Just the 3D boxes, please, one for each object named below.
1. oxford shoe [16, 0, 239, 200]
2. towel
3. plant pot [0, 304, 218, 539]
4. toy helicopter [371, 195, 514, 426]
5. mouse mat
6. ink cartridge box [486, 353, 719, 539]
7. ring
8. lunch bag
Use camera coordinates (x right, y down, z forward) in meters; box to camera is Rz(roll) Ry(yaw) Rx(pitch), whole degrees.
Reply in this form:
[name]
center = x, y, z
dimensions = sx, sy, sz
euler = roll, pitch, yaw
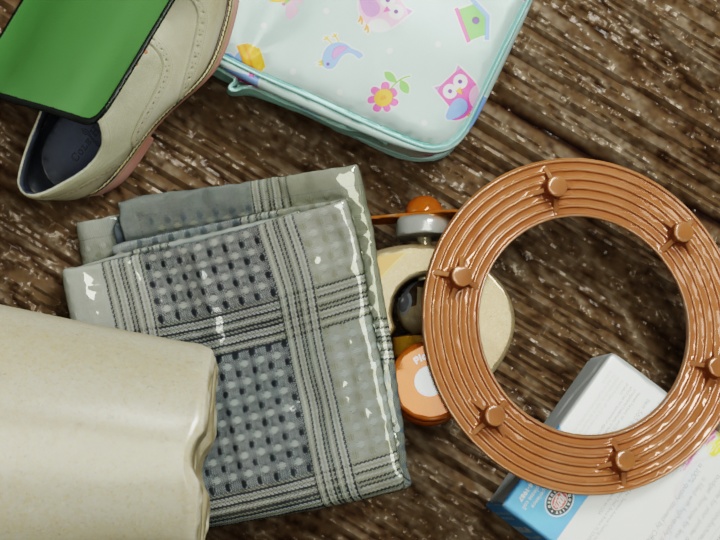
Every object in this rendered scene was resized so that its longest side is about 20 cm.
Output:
[oxford shoe]
center = -0.133, -0.116, 1.605
dimensions = 0.071, 0.074, 0.200
euler = 36, 116, 12
[towel]
center = -0.075, 0.047, 1.630
dimensions = 0.192, 0.035, 0.201
euler = -11, 86, 20
[plant pot]
center = -0.175, 0.101, 1.558
dimensions = 0.183, 0.200, 0.201
euler = 3, 85, 0
[toy helicopter]
center = 0.000, 0.000, 1.660
dimensions = 0.200, 0.079, 0.133
euler = 26, 86, 3
[mouse mat]
center = -0.149, -0.161, 1.599
dimensions = 0.008, 0.200, 0.161
euler = 34, 82, -30
[ink cartridge box]
center = 0.191, 0.155, 1.671
dimensions = 0.200, 0.068, 0.115
euler = 37, 82, -2
[ring]
center = 0.133, 0.031, 1.630
dimensions = 0.200, 0.019, 0.201
euler = 3, 79, -15
[lunch bag]
center = -0.007, -0.160, 1.667
dimensions = 0.199, 0.077, 0.161
euler = 24, 89, -2
